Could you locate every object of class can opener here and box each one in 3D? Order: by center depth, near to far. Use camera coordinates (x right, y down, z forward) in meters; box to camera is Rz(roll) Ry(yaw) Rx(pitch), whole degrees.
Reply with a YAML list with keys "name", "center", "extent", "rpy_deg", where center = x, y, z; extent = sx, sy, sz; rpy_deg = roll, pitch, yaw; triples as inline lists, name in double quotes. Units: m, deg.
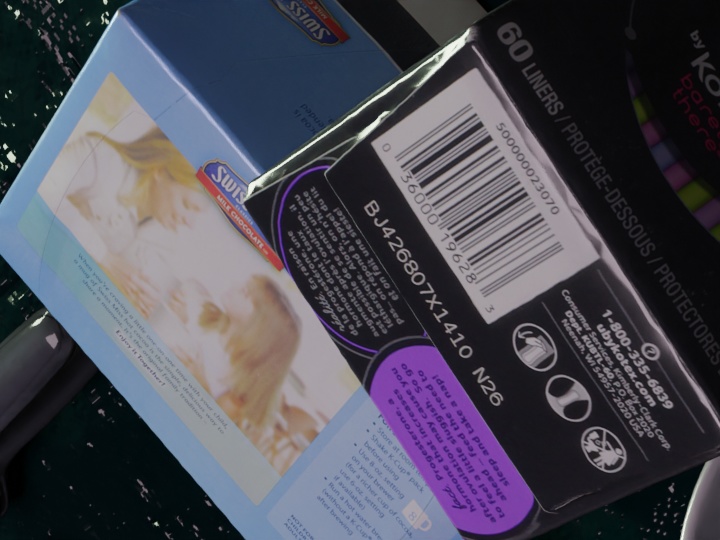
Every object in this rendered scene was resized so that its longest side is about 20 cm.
- name: "can opener"
  center: [-0.164, 0.065, 1.078]
  extent: [0.079, 0.063, 0.200]
  rpy_deg: [54, 138, 3]

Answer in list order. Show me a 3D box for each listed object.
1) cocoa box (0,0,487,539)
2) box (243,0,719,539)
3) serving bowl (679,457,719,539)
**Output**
- name: "cocoa box"
  center: [0.000, 0.000, 0.836]
  extent: [0.200, 0.131, 0.133]
  rpy_deg: [48, 137, 9]
- name: "box"
  center: [0.089, -0.029, 0.685]
  extent: [0.106, 0.200, 0.122]
  rpy_deg: [-32, 92, 48]
- name: "serving bowl"
  center: [0.188, 0.104, 0.708]
  extent: [0.200, 0.200, 0.066]
  rpy_deg: [37, 167, 20]
